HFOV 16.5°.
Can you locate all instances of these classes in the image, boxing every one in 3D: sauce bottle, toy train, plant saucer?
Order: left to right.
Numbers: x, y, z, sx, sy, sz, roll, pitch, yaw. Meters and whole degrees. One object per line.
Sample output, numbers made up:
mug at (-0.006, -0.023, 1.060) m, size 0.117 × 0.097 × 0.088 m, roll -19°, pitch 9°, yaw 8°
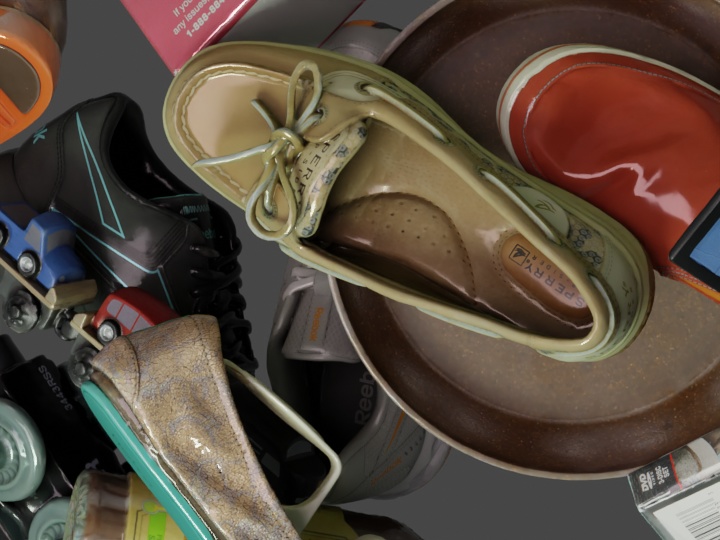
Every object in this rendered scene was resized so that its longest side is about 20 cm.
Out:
toy train at (-0.128, 0.127, 1.083) m, size 0.114 × 0.085 × 0.200 m, roll -39°, pitch 84°, yaw 35°
toy train at (-0.091, 0.032, 0.994) m, size 0.200 × 0.034 × 0.046 m, roll 38°, pitch 113°, yaw 21°
sauce bottle at (-0.021, 0.124, 1.005) m, size 0.199 × 0.065 × 0.065 m, roll 8°, pitch 102°, yaw -8°
plant saucer at (0.084, -0.020, 0.961) m, size 0.199 × 0.034 × 0.201 m, roll 0°, pitch 96°, yaw -2°

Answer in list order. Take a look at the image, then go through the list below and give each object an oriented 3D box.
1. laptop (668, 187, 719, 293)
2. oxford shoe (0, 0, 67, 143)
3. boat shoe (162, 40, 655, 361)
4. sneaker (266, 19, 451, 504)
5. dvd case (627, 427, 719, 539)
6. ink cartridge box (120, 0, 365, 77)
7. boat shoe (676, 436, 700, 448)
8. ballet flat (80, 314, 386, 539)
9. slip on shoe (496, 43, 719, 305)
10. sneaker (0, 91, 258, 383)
laptop at (0.226, -0.022, 0.835) m, size 0.200 × 0.103 × 0.177 m, roll 38°, pitch 98°, yaw -8°
oxford shoe at (-0.196, -0.077, 1.097) m, size 0.200 × 0.073 × 0.071 m, roll -23°, pitch 128°, yaw 36°
boat shoe at (0.012, -0.028, 0.898) m, size 0.200 × 0.063 × 0.073 m, roll 25°, pitch 102°, yaw 15°
sneaker at (0.000, 0.000, 1.001) m, size 0.075 × 0.092 × 0.201 m, roll 0°, pitch 97°, yaw 23°
dvd case at (0.211, 0.070, 0.856) m, size 0.200 × 0.022 × 0.146 m, roll -30°, pitch 130°, yaw 15°
ink cartridge box at (-0.061, -0.193, 0.987) m, size 0.147 × 0.083 × 0.200 m, roll -44°, pitch 70°, yaw 22°
boat shoe at (0.155, 0.162, 0.971) m, size 0.070 × 0.070 × 0.201 m, roll -1°, pitch 88°, yaw 16°
ballet flat at (-0.026, 0.103, 0.923) m, size 0.067 × 0.068 × 0.200 m, roll -33°, pitch 98°, yaw -15°
slip on shoe at (0.139, -0.017, 0.918) m, size 0.200 × 0.061 × 0.074 m, roll 36°, pitch 95°, yaw -4°
sneaker at (-0.082, 0.017, 1.048) m, size 0.079 × 0.075 × 0.200 m, roll -37°, pitch 83°, yaw 20°
